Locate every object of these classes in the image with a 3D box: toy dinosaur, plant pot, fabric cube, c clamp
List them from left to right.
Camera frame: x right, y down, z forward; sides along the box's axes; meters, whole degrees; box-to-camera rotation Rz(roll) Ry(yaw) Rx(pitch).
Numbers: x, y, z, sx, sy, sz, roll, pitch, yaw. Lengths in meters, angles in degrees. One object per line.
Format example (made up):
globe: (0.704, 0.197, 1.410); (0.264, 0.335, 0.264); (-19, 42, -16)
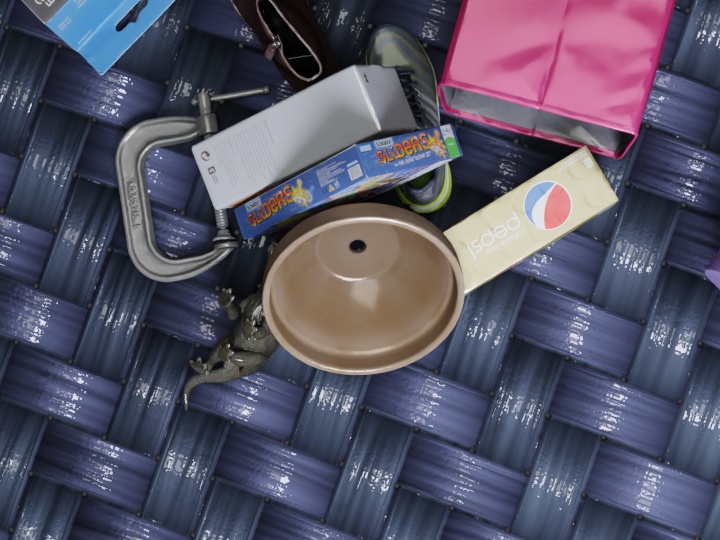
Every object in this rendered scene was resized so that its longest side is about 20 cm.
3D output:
c clamp: (-0.175, -0.090, 1.674); (0.169, 0.027, 0.202); (-3, 87, 4)
toy dinosaur: (-0.114, 0.071, 1.635); (0.077, 0.102, 0.201); (33, 106, 33)
plant pot: (0.000, 0.000, 1.581); (0.199, 0.093, 0.202); (-3, 130, -4)
fabric cube: (0.197, -0.240, 1.568); (0.198, 0.196, 0.201); (15, 89, 5)

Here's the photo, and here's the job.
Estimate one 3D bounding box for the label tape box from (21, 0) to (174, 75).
label tape box: (-0.299, -0.329, 1.674); (0.143, 0.066, 0.200); (-45, 84, 2)

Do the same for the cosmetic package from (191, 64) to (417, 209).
cosmetic package: (-0.056, -0.132, 1.581); (0.199, 0.101, 0.072); (-24, 85, 25)

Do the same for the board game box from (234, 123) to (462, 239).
board game box: (-0.014, -0.086, 1.559); (0.199, 0.135, 0.035); (-24, 85, 46)

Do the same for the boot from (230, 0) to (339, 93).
boot: (-0.085, -0.265, 1.604); (0.072, 0.166, 0.201); (-34, 86, 2)

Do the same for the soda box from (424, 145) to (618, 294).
soda box: (0.162, -0.046, 1.630); (0.199, 0.064, 0.068); (-31, 86, 2)

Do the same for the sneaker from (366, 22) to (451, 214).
sneaker: (0.052, -0.160, 1.633); (0.073, 0.081, 0.202); (-16, 87, 3)

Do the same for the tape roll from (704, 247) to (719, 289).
tape roll: (0.440, 0.022, 1.538); (0.199, 0.200, 0.085); (35, 91, 5)
